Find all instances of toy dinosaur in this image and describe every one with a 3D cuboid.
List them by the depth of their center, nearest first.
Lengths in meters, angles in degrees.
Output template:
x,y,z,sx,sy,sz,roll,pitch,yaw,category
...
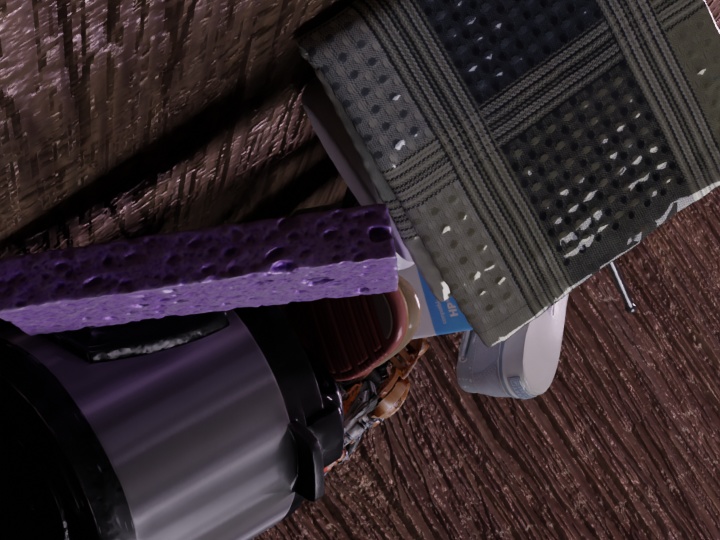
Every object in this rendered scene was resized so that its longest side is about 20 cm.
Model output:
x,y,z,sx,sy,sz,roll,pitch,yaw,category
-0.004,0.081,1.464,0.199,0.103,0.136,-25,-174,-18,toy dinosaur

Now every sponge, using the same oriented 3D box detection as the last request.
x,y,z,sx,sy,sz,roll,pitch,yaw,category
-0.081,0.002,1.076,0.198,0.030,0.112,-8,172,-1,sponge

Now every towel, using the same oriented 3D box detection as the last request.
x,y,z,sx,sy,sz,roll,pitch,yaw,category
0.090,-0.086,1.078,0.192,0.201,0.035,-35,-154,-6,towel

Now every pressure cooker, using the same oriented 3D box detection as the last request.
x,y,z,sx,sy,sz,roll,pitch,yaw,category
-0.116,0.083,1.227,0.199,0.177,0.179,-26,172,-33,pressure cooker

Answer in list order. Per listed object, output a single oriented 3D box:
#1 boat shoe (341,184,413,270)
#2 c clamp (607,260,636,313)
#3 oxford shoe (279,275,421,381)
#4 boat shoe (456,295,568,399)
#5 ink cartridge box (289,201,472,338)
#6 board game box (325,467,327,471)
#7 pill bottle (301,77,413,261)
x,y,z,sx,sy,sz,roll,pitch,yaw,category
0.021,-0.064,1.339,0.199,0.073,0.069,-54,156,-67,boat shoe
0.194,-0.099,1.568,0.171,0.027,0.201,58,46,-50,c clamp
-0.002,0.026,1.287,0.074,0.071,0.200,-14,180,-24,oxford shoe
0.106,-0.004,1.494,0.071,0.070,0.202,-3,-125,29,boat shoe
0.000,0.000,1.428,0.198,0.068,0.115,-10,-162,21,ink cartridge box
-0.142,0.114,1.388,0.152,0.041,0.199,-31,-144,-30,board game box
0.078,-0.103,1.143,0.199,0.113,0.113,-34,174,-3,pill bottle
